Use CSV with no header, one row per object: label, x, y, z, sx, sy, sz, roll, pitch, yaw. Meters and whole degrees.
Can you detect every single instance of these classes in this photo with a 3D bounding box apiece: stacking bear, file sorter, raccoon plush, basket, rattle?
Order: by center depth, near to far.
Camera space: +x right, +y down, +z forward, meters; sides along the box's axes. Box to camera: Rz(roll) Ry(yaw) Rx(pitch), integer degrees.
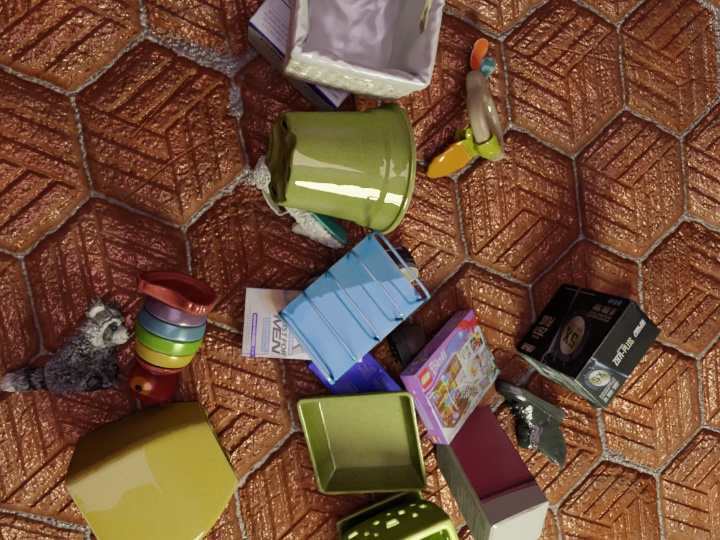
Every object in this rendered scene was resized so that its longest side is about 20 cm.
basket,0.002,-0.358,0.830,0.195,0.161,0.204,8,94,-14
file sorter,-0.012,0.054,0.900,0.199,0.123,0.140,-40,88,-6
raccoon plush,-0.449,0.114,0.912,0.194,0.097,0.138,-1,88,-14
stacking bear,-0.306,0.114,0.937,0.119,0.114,0.204,22,102,2
rattle,0.179,-0.282,1.060,0.128,0.141,0.205,-7,82,-45

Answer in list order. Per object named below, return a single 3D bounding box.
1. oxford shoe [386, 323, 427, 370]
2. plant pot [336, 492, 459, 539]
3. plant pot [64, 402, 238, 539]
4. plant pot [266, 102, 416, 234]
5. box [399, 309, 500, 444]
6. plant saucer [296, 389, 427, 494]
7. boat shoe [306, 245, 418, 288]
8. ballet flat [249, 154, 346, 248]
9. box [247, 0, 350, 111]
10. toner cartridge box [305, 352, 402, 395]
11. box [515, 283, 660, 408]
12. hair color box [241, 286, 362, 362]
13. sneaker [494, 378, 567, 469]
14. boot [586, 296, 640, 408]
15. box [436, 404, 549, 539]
oxford shoe,0.121,0.191,1.072,0.083,0.072,0.204,-23,102,-15
plant pot,0.067,0.507,1.034,0.195,0.181,0.205,-19,100,-11
plant pot,-0.302,0.314,0.920,0.197,0.195,0.198,-29,102,-16
plant pot,-0.041,-0.162,0.910,0.180,0.199,0.206,1,96,-26
box,0.162,0.180,1.047,0.199,0.039,0.139,-39,108,-40
plant saucer,0.007,0.284,1.021,0.194,0.048,0.204,-6,113,12
boat shoe,0.000,0.000,1.039,0.194,0.073,0.064,-9,55,-8
ballet flat,-0.105,-0.104,0.995,0.072,0.072,0.200,-43,102,-6
box,-0.051,-0.387,0.950,0.183,0.105,0.201,41,85,-14
toner cartridge box,0.002,0.201,1.056,0.095,0.043,0.201,-42,104,-6
box,0.396,0.125,1.068,0.086,0.200,0.165,39,87,-15
hair color box,-0.092,0.089,0.984,0.194,0.065,0.113,3,85,-5
sneaker,0.322,0.291,1.139,0.197,0.060,0.106,28,84,-19
boot,0.489,0.162,1.172,0.201,0.071,0.146,-53,145,-29
box,0.219,0.361,1.032,0.106,0.202,0.130,-16,133,-13
